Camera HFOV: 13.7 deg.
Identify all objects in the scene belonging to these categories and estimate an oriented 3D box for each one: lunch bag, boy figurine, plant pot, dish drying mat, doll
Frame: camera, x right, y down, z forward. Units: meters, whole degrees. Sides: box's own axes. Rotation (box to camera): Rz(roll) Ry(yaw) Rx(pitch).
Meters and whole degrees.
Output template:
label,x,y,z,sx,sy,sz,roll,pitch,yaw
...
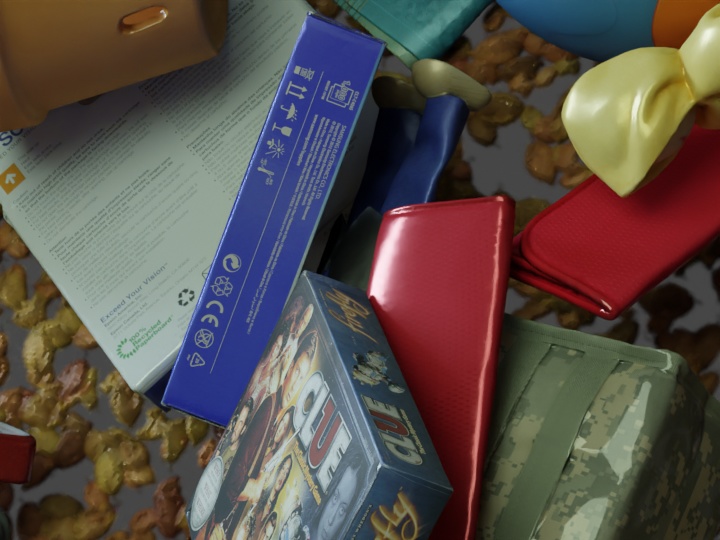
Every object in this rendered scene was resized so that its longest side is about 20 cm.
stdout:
label,x,y,z,sx,sy,sz,roll,pitch,yaw
lunch bag,0.056,0.106,1.390,0.200,0.118,0.164,14,72,37
boy figurine,0.189,-0.094,1.349,0.200,0.124,0.065,-22,82,-5
plant pot,-0.146,-0.172,1.536,0.140,0.200,0.201,-3,65,6
dish drying mat,0.027,0.064,1.340,0.077,0.018,0.201,-4,68,32
doll,0.000,0.000,1.443,0.136,0.048,0.200,-16,49,60
dish drying mat,0.155,-0.046,1.398,0.077,0.018,0.200,25,49,39

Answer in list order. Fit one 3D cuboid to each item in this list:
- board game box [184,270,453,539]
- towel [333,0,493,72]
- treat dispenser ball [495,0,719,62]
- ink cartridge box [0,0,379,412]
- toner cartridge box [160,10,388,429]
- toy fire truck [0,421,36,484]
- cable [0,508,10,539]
label,x,y,z,sx,sy,sz,roll,pitch,yaw
board game box,-0.023,0.100,1.296,0.136,0.035,0.200,-63,19,16
towel,0.055,-0.212,1.592,0.200,0.022,0.147,-46,56,-1
treat dispenser ball,0.138,-0.199,1.436,0.200,0.201,0.201,-10,63,22
ink cartridge box,-0.086,-0.057,1.576,0.200,0.041,0.200,-41,55,3
toner cartridge box,-0.042,-0.026,1.456,0.043,0.095,0.200,21,94,-2
toy fire truck,-0.284,0.068,1.518,0.168,0.200,0.112,14,92,47
cable,-0.255,0.153,1.547,0.200,0.050,0.097,12,100,27
